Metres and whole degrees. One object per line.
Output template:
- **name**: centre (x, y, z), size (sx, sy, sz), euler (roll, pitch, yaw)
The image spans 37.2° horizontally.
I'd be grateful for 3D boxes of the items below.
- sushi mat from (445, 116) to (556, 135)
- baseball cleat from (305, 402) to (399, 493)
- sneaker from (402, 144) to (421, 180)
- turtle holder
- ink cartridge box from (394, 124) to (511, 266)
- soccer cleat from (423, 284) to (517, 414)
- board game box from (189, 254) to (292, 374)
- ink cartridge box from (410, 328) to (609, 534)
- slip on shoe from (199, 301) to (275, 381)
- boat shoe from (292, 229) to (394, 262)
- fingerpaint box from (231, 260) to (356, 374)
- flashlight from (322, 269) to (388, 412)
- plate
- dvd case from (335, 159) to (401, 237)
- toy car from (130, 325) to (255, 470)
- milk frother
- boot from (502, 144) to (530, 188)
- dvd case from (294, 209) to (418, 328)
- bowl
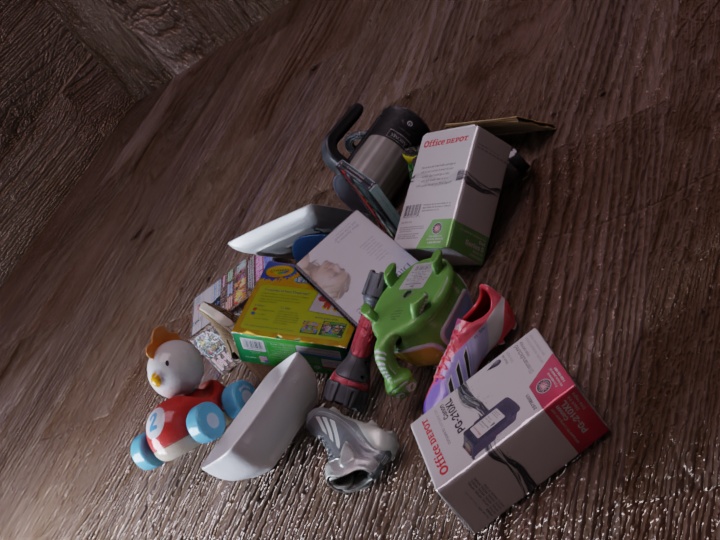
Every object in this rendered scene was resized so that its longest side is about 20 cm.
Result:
- **sushi mat**: centre (0.240, -0.248, 1.857), size (0.199, 0.094, 0.012), euler (5, 90, 57)
- **baseball cleat**: centre (-0.033, 0.245, 1.475), size (0.199, 0.070, 0.107), euler (-2, 46, 56)
- **sneaker**: centre (0.130, -0.168, 1.885), size (0.077, 0.087, 0.200), euler (-17, 17, -2)
- **turtle holder**: centre (0.090, 0.076, 1.492), size (0.140, 0.132, 0.187), euler (-28, 29, 25)
- **ink cartridge box**: centre (0.144, -0.115, 1.696), size (0.145, 0.083, 0.203), euler (-1, 70, 55)
- **soccer cleat**: centre (0.135, 0.111, 1.434), size (0.201, 0.077, 0.066), euler (-51, 27, -20)
- **board game box**: centre (-0.209, 0.065, 1.986), size (0.199, 0.097, 0.160), euler (-36, 25, 13)
- **ink cartridge box**: centre (0.169, 0.186, 1.256), size (0.199, 0.085, 0.145), euler (-39, 24, 7)
- **slip on shoe**: centre (-0.210, 0.123, 1.843), size (0.199, 0.076, 0.061), euler (33, 94, 20)
- **boat shoe**: centre (-0.017, -0.025, 1.819), size (0.069, 0.196, 0.086), euler (-79, -2, -76)
- **fingerpaint box**: centre (-0.082, 0.076, 1.718), size (0.196, 0.074, 0.168), euler (6, 45, 19)
- **flashlight**: centre (0.005, 0.101, 1.565), size (0.067, 0.067, 0.203), euler (13, 84, 50)
- **plate**: centre (-0.100, -0.061, 1.890), size (0.198, 0.198, 0.033), euler (-22, 74, 31)
- **dvd case**: centre (0.030, -0.113, 1.866), size (0.022, 0.147, 0.200), euler (-38, 24, -2)
- **toy car**: centre (-0.304, 0.192, 1.755), size (0.183, 0.202, 0.176), euler (-28, 0, 36)
- **milk frother**: centre (0.017, -0.200, 2.072), size (0.189, 0.179, 0.201), euler (-54, -15, -27)
- **boot**: centre (0.194, -0.162, 1.806), size (0.132, 0.070, 0.200), euler (-47, 19, 3)
- **dvd case**: centre (0.000, 0.000, 1.684), size (0.142, 0.018, 0.200), euler (-41, 49, -9)
- **bowl**: centre (-0.140, 0.230, 1.600), size (0.201, 0.074, 0.200), euler (-55, 6, -27)
